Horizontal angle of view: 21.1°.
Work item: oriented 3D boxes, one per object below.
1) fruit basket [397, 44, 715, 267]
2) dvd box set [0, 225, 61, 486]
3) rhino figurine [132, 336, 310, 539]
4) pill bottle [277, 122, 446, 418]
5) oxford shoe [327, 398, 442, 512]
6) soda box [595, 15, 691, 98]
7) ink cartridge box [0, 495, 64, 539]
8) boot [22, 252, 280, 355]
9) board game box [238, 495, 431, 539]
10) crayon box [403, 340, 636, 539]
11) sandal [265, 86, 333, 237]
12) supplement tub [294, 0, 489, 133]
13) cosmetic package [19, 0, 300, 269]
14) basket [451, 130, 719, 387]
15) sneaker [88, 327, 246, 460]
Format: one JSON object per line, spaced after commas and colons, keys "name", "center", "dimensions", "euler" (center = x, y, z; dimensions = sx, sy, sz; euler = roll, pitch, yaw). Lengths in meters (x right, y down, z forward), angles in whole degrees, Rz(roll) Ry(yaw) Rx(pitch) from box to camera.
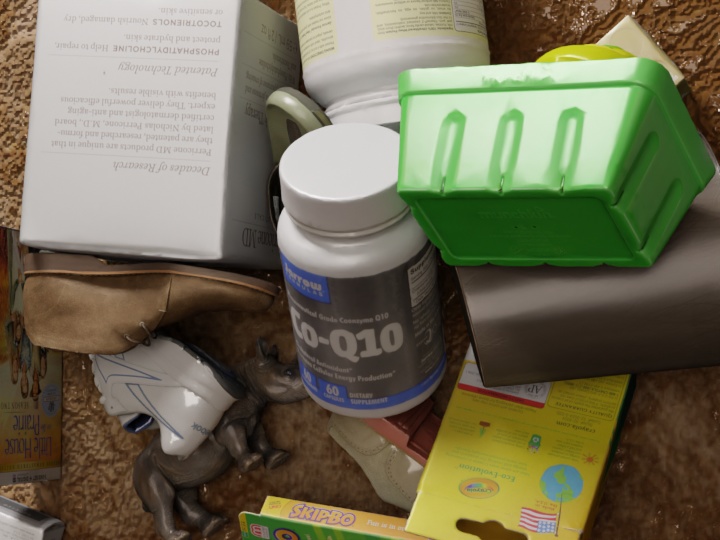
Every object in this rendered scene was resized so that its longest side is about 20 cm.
{"name": "fruit basket", "center": [0.142, -0.103, 1.335], "dimensions": [0.215, 0.156, 0.216], "euler": [-16, 49, 19]}
{"name": "dvd box set", "center": [-0.273, 0.069, 1.526], "dimensions": [0.029, 0.146, 0.201], "euler": [-1, 86, 12]}
{"name": "rhino figurine", "center": [-0.102, 0.124, 1.523], "dimensions": [0.200, 0.060, 0.087], "euler": [-47, 66, 4]}
{"name": "pill bottle", "center": [0.000, 0.000, 1.404], "dimensions": [0.113, 0.114, 0.200], "euler": [4, 130, 15]}
{"name": "oxford shoe", "center": [0.059, 0.163, 1.487], "dimensions": [0.200, 0.071, 0.074], "euler": [46, 129, 8]}
{"name": "soda box", "center": [0.155, -0.099, 1.469], "dimensions": [0.200, 0.064, 0.068], "euler": [-42, 78, 9]}
{"name": "ink cartridge box", "center": [-0.345, 0.274, 1.590], "dimensions": [0.162, 0.050, 0.201], "euler": [19, 100, 14]}
{"name": "boot", "center": [-0.158, 0.030, 1.456], "dimensions": [0.199, 0.074, 0.076], "euler": [1, 79, 11]}
{"name": "board game box", "center": [0.007, 0.225, 1.477], "dimensions": [0.199, 0.030, 0.096], "euler": [6, 132, 13]}
{"name": "crayon box", "center": [0.119, 0.134, 1.418], "dimensions": [0.127, 0.051, 0.200], "euler": [13, 54, 15]}
{"name": "sandal", "center": [-0.044, -0.049, 1.470], "dimensions": [0.080, 0.201, 0.057], "euler": [20, 52, 38]}
{"name": "supplement tub", "center": [0.021, -0.201, 1.468], "dimensions": [0.145, 0.145, 0.201], "euler": [-8, 85, 14]}
{"name": "cosmetic package", "center": [-0.150, -0.107, 1.494], "dimensions": [0.166, 0.167, 0.201], "euler": [3, 88, 15]}
{"name": "basket", "center": [0.172, 0.008, 1.398], "dimensions": [0.199, 0.136, 0.181], "euler": [-15, 67, 1]}
{"name": "sneaker", "center": [-0.181, 0.074, 1.514], "dimensions": [0.200, 0.074, 0.087], "euler": [33, 91, 39]}
